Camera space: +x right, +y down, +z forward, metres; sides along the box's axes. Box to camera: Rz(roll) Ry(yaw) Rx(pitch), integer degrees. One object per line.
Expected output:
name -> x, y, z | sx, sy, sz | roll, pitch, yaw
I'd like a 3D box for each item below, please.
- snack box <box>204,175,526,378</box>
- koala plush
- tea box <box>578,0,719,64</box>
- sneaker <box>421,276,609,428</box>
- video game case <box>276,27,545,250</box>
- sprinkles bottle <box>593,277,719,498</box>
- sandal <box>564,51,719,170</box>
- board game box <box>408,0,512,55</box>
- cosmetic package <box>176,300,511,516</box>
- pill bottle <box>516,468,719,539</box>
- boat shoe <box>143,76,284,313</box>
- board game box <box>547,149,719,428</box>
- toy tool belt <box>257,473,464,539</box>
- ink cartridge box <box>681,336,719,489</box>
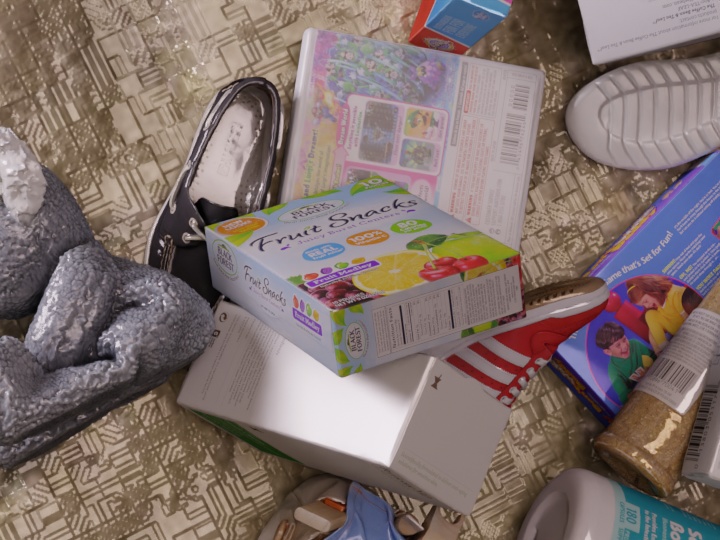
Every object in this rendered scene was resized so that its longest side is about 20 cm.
snack box -> 0.000, 0.000, 1.639 | 0.142, 0.200, 0.053 | -16, 114, -23
koala plush -> -0.217, 0.004, 1.646 | 0.184, 0.177, 0.200 | -28, 83, -13
tea box -> 0.272, -0.238, 1.723 | 0.200, 0.197, 0.134 | -13, 92, 26
sneaker -> 0.101, 0.085, 1.734 | 0.200, 0.071, 0.113 | -24, 92, 15
video game case -> 0.033, -0.064, 1.773 | 0.182, 0.024, 0.200 | 9, 88, -11
sprinkles bottle -> 0.251, 0.067, 1.747 | 0.068, 0.068, 0.200 | 40, 78, -6
sandal -> 0.253, -0.127, 1.825 | 0.202, 0.050, 0.083 | -15, 96, 0
board game box -> 0.100, -0.263, 1.752 | 0.040, 0.153, 0.200 | 21, 79, -9
cosmetic package -> -0.012, 0.091, 1.655 | 0.108, 0.200, 0.085 | 36, 74, -46
pill bottle -> 0.217, 0.225, 1.742 | 0.200, 0.111, 0.111 | 23, 79, -17
boat shoe -> -0.101, -0.044, 1.729 | 0.074, 0.060, 0.200 | 22, 79, -10
board game box -> 0.237, 0.028, 1.807 | 0.200, 0.045, 0.134 | -44, 95, -13
toy tool belt -> 0.029, 0.219, 1.699 | 0.200, 0.123, 0.125 | 32, 78, -8
ink cartridge box -> 0.341, 0.097, 1.715 | 0.200, 0.057, 0.163 | 20, 83, -20
